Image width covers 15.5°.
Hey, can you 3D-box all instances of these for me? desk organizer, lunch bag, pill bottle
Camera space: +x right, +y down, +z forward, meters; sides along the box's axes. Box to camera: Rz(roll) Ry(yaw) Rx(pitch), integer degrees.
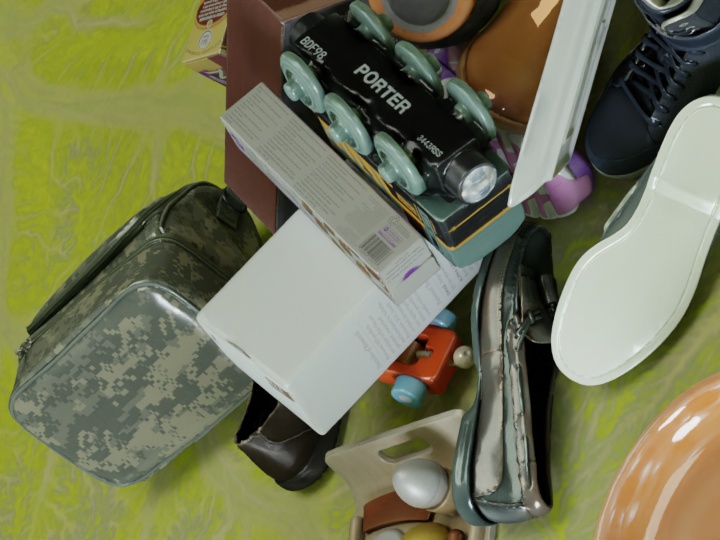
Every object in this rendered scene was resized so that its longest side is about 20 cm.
[{"bbox_3d":[-0.049,-0.126,1.884,0.077,0.072,0.200,46,146,37],"label":"desk organizer"},{"bbox_3d":[-0.161,0.041,1.993,0.200,0.139,0.168,-41,23,30],"label":"lunch bag"},{"bbox_3d":[0.050,-0.212,1.790,0.106,0.106,0.200,-51,7,19],"label":"pill bottle"}]

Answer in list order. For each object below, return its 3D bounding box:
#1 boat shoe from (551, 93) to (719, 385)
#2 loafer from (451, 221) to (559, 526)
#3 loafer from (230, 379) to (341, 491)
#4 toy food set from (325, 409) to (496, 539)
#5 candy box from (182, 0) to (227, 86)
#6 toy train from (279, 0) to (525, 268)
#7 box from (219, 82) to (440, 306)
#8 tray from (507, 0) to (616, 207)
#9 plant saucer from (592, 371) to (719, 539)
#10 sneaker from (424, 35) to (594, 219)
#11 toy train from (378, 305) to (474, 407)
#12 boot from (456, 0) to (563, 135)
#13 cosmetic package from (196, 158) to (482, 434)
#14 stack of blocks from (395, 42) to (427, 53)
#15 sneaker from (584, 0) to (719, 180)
[{"bbox_3d":[0.185,-0.018,1.626,0.200,0.073,0.062,-62,-11,15],"label":"boat shoe"},{"bbox_3d":[0.107,0.064,1.665,0.063,0.072,0.200,-3,71,36],"label":"loafer"},{"bbox_3d":[-0.044,0.053,1.868,0.073,0.071,0.200,-22,51,46],"label":"loafer"},{"bbox_3d":[0.015,0.198,1.695,0.143,0.060,0.200,-22,51,46],"label":"toy food set"},{"bbox_3d":[-0.054,-0.228,2.035,0.056,0.117,0.200,-10,59,51],"label":"candy box"},{"bbox_3d":[0.025,-0.088,1.679,0.085,0.114,0.200,-37,50,-12],"label":"toy train"},{"bbox_3d":[-0.021,-0.052,1.724,0.041,0.039,0.200,-40,49,-7],"label":"box"},{"bbox_3d":[0.134,-0.139,1.617,0.107,0.022,0.200,-45,-29,-71],"label":"tray"},{"bbox_3d":[0.210,0.151,1.477,0.200,0.037,0.201,-34,43,39],"label":"plant saucer"},{"bbox_3d":[0.099,-0.108,1.781,0.088,0.081,0.200,-32,42,-19],"label":"sneaker"},{"bbox_3d":[0.037,0.007,1.810,0.150,0.056,0.200,6,60,28],"label":"toy train"},{"bbox_3d":[0.136,-0.188,1.699,0.155,0.074,0.200,-59,2,41],"label":"boot"},{"bbox_3d":[0.000,0.000,1.750,0.200,0.074,0.102,-46,51,-8],"label":"cosmetic package"},{"bbox_3d":[0.024,-0.205,1.962,0.115,0.059,0.200,14,80,57],"label":"stack of blocks"},{"bbox_3d":[0.181,-0.139,1.609,0.202,0.146,0.077,-48,62,24],"label":"sneaker"}]
